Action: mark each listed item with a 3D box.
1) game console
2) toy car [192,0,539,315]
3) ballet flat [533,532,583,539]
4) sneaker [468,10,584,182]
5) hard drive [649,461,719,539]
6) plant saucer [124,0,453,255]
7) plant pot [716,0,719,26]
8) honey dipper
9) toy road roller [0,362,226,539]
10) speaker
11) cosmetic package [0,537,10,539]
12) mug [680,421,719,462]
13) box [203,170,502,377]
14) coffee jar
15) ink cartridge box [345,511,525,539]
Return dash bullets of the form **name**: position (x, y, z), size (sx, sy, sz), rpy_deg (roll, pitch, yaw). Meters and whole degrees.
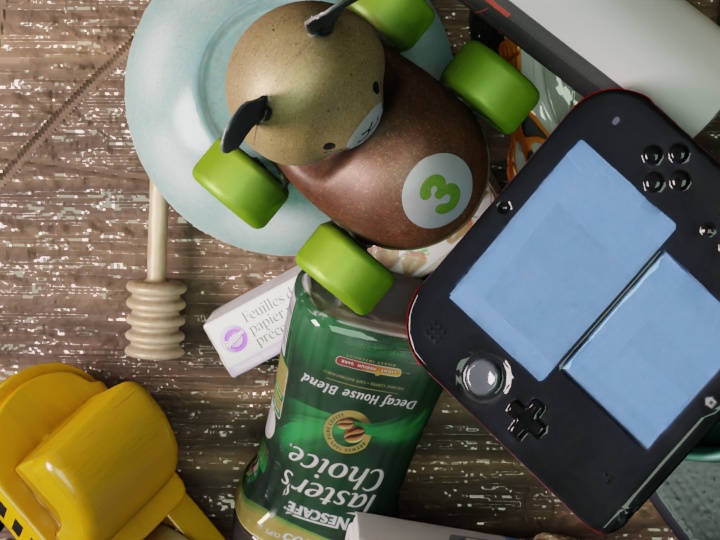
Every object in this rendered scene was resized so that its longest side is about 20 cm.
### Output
- **game console**: position (0.139, 0.019, 1.501), size (0.177, 0.031, 0.200), rpy_deg (45, 105, 20)
- **toy car**: position (-0.013, -0.089, 1.481), size (0.158, 0.200, 0.164), rpy_deg (39, 90, 15)
- **ballet flat**: position (0.191, 0.219, 1.671), size (0.200, 0.071, 0.065), rpy_deg (46, 75, -7)
- **sneaker**: position (0.127, -0.110, 1.607), size (0.092, 0.076, 0.200), rpy_deg (-13, 93, -18)
- **hard drive**: position (0.238, 0.115, 1.646), size (0.135, 0.042, 0.200), rpy_deg (-35, 96, 12)
- **plant saucer**: position (-0.043, -0.109, 1.609), size (0.201, 0.039, 0.201), rpy_deg (0, 89, 1)
- **plant pot**: position (0.306, -0.133, 1.540), size (0.200, 0.134, 0.200), rpy_deg (1, 102, 5)
- **honey dipper**: position (-0.122, -0.046, 1.658), size (0.038, 0.038, 0.200), rpy_deg (4, 98, 5)
- **toy road roller**: position (-0.156, 0.147, 1.624), size (0.200, 0.146, 0.123), rpy_deg (51, 58, -9)
- **speaker**: position (0.118, -0.154, 1.526), size (0.200, 0.081, 0.081), rpy_deg (36, 104, -18)
- **cosmetic package**: position (-0.254, 0.250, 1.647), size (0.103, 0.200, 0.087), rpy_deg (-31, 98, 13)
- **mug**: position (0.225, 0.029, 1.542), size (0.185, 0.114, 0.152), rpy_deg (-20, 79, 20)
- **box**: position (0.000, 0.000, 1.649), size (0.200, 0.041, 0.039), rpy_deg (-28, 98, 10)
- **coffee jar**: position (-0.012, 0.100, 1.627), size (0.104, 0.085, 0.200), rpy_deg (11, 118, -9)
- **ink cartridge box**: position (0.081, 0.237, 1.591), size (0.200, 0.086, 0.148), rpy_deg (9, 103, -6)
